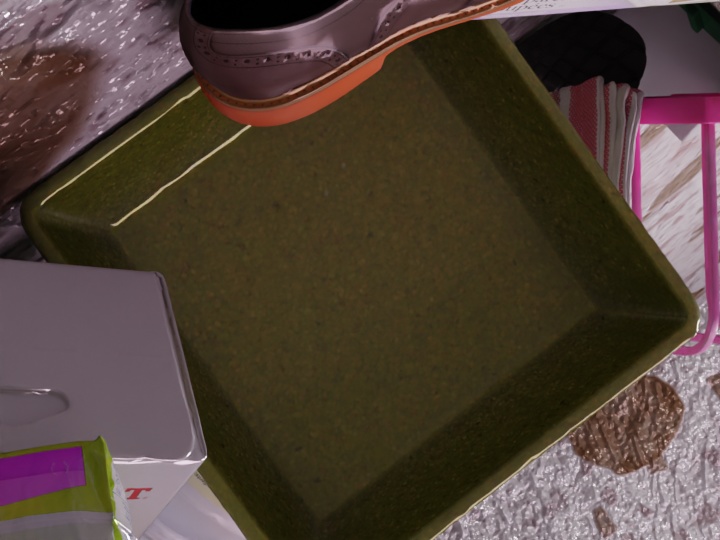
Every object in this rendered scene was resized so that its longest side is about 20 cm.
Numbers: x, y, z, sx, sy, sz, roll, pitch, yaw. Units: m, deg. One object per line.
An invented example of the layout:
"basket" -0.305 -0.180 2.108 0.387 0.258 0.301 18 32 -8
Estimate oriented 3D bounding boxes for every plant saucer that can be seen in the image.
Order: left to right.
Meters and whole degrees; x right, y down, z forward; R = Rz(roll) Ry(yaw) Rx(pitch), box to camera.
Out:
"plant saucer" 0.000 0.000 0.828 0.199 0.201 0.048 -36 -178 -8

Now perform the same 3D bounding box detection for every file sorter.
"file sorter" 0.212 -0.028 1.047 0.199 0.126 0.139 -4 -175 -28

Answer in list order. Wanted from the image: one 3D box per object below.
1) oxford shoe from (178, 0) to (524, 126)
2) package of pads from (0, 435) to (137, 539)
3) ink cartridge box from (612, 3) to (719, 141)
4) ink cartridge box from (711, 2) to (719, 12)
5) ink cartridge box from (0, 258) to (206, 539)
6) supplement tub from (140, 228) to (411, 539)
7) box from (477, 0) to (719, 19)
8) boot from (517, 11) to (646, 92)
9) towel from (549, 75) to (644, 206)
"oxford shoe" 0.025 -0.124 0.724 0.200 0.071 0.073 -38 163 -3
"package of pads" -0.146 0.135 0.710 0.153 0.069 0.200 -8 149 -10
"ink cartridge box" 0.240 -0.176 1.135 0.146 0.084 0.200 -27 162 -44
"ink cartridge box" 0.224 -0.197 0.930 0.200 0.117 0.067 -42 168 11
"ink cartridge box" -0.165 0.081 0.764 0.144 0.085 0.200 5 144 -32
"supplement tub" -0.041 0.038 0.950 0.200 0.145 0.145 -42 168 18
"box" 0.102 -0.128 0.823 0.199 0.042 0.039 -8 169 -24
"boot" 0.075 -0.061 1.150 0.200 0.070 0.132 -48 -178 6
"towel" 0.059 0.001 1.008 0.030 0.147 0.199 20 153 -36
